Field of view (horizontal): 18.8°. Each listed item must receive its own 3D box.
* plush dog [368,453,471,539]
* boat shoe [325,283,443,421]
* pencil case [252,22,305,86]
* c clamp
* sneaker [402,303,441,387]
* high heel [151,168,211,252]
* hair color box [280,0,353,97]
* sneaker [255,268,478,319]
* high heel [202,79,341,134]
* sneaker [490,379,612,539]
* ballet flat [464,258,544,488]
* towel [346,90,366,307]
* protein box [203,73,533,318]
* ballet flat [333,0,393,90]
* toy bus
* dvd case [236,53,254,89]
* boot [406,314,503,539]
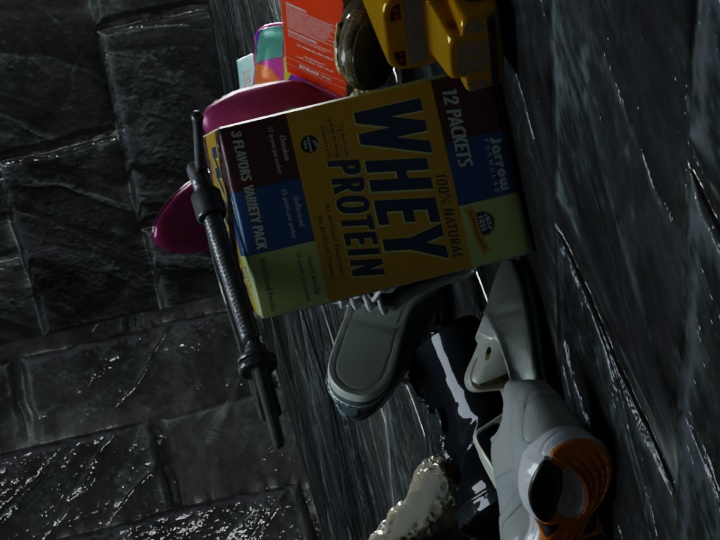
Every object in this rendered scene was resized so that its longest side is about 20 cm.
[{"bbox_3d":[0.069,0.292,1.993,0.172,0.160,0.201,40,-149,-55],"label":"plush dog"},{"bbox_3d":[0.024,0.035,1.770,0.062,0.072,0.201,92,-161,-54],"label":"boat shoe"},{"bbox_3d":[-0.048,-0.109,1.846,0.088,0.088,0.201,120,148,-80],"label":"pencil case"},{"bbox_3d":[-0.087,0.018,1.484,0.171,0.027,0.201,90,163,-66],"label":"c clamp"},{"bbox_3d":[0.055,0.062,1.990,0.082,0.077,0.200,49,170,7],"label":"sneaker"},{"bbox_3d":[-0.070,-0.039,1.701,0.096,0.200,0.068,32,125,29],"label":"high heel"},{"bbox_3d":[-0.011,-0.242,1.684,0.111,0.064,0.200,-57,-20,-27],"label":"hair color box"},{"bbox_3d":[0.000,0.000,1.707,0.073,0.199,0.071,86,159,-50],"label":"sneaker"},{"bbox_3d":[-0.025,-0.096,1.736,0.096,0.199,0.068,-103,25,-52],"label":"high heel"},{"bbox_3d":[0.122,0.151,1.464,0.201,0.075,0.092,95,157,-45],"label":"sneaker"},{"bbox_3d":[0.106,0.091,1.533,0.067,0.063,0.201,126,131,-82],"label":"ballet flat"},{"bbox_3d":[-0.011,-0.083,1.911,0.201,0.030,0.150,-102,18,-45],"label":"towel"},{"bbox_3d":[-0.001,-0.057,1.577,0.200,0.197,0.136,-167,64,-82],"label":"protein box"},{"bbox_3d":[0.008,-0.184,1.584,0.200,0.046,0.068,-61,-24,-59],"label":"ballet flat"},{"bbox_3d":[0.040,-0.200,1.481,0.201,0.078,0.065,-109,9,-47],"label":"toy bus"},{"bbox_3d":[-0.051,-0.086,1.988,0.200,0.022,0.147,53,-161,-42],"label":"dvd case"},{"bbox_3d":[0.088,0.116,1.673,0.200,0.076,0.169,78,174,-76],"label":"boot"}]
